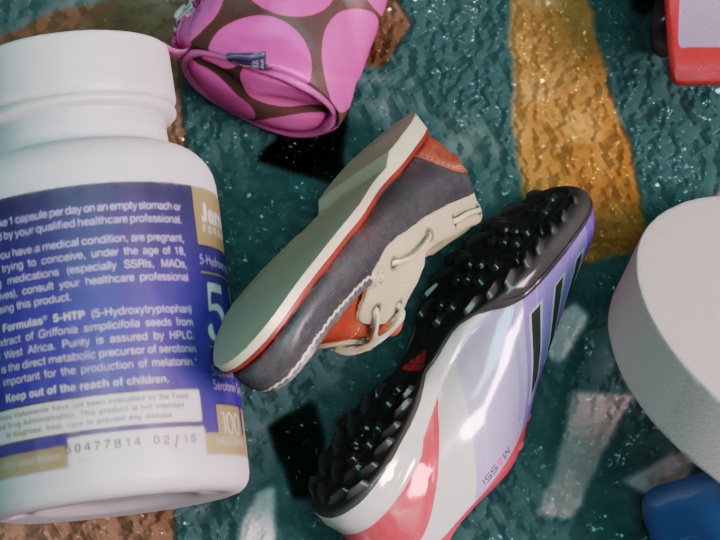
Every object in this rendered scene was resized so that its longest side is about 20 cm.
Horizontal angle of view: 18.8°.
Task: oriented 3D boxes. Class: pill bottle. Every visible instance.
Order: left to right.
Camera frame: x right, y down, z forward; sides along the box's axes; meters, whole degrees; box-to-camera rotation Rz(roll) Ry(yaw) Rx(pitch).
[{"bbox_3d":[-0.117,0.004,0.955,0.118,0.120,0.202,-6,81,-8],"label":"pill bottle"}]

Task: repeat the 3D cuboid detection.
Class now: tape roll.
[{"bbox_3d":[0.208,0.042,0.969,0.201,0.037,0.204,16,35,-11],"label":"tape roll"}]

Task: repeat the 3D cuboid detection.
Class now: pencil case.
[{"bbox_3d":[-0.020,-0.169,1.019,0.093,0.091,0.202,21,75,-3],"label":"pencil case"}]

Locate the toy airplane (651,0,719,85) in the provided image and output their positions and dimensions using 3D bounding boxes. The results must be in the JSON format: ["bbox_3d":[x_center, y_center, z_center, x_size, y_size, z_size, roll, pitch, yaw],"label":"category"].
[{"bbox_3d":[0.172,-0.210,1.021,0.200,0.141,0.200,-39,66,1],"label":"toy airplane"}]

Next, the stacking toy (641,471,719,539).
[{"bbox_3d":[0.240,0.115,1.002,0.199,0.116,0.111,-21,85,-25],"label":"stacking toy"}]

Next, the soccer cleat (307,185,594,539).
[{"bbox_3d":[0.055,0.050,1.005,0.073,0.068,0.201,45,68,-25],"label":"soccer cleat"}]

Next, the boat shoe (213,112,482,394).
[{"bbox_3d":[0.000,0.000,0.958,0.063,0.071,0.200,52,35,-11],"label":"boat shoe"}]
